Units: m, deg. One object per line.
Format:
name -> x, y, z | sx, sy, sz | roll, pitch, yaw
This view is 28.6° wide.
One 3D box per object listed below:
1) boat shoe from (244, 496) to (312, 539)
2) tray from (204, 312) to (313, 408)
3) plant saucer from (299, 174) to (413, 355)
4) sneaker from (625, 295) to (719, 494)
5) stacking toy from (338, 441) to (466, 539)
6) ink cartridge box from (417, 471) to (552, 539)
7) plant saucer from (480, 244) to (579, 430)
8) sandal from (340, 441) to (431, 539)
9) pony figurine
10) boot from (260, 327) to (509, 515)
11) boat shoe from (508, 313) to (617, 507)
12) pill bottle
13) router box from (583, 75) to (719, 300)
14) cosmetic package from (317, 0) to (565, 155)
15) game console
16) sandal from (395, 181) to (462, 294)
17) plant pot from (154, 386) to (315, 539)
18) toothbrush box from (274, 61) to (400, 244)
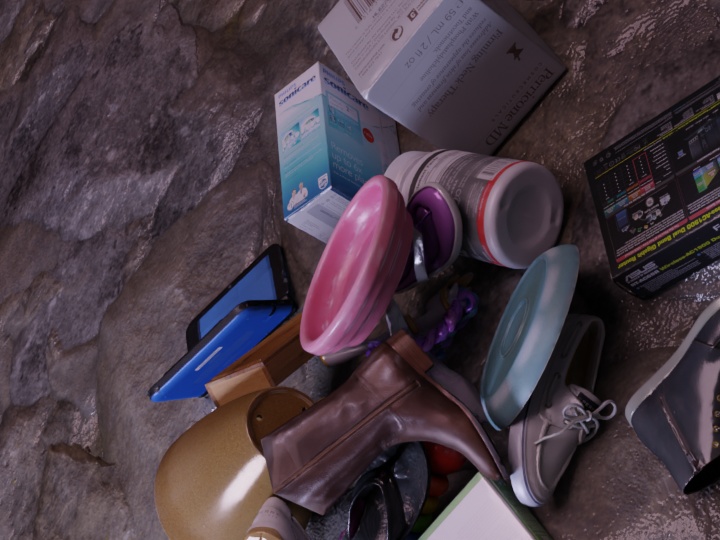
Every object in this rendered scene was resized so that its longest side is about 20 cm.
boat shoe -> -0.059, 0.321, 1.500 | 0.070, 0.201, 0.070 | -6, 38, 21
tray -> -0.087, 0.091, 1.657 | 0.098, 0.037, 0.200 | -24, 9, 38
plant saucer -> 0.000, 0.000, 1.489 | 0.201, 0.050, 0.201 | -58, 17, 29
sneaker -> 0.334, 0.103, 1.266 | 0.201, 0.074, 0.107 | -55, 43, 24
stacking toy -> 0.046, 0.243, 1.467 | 0.201, 0.085, 0.085 | -60, 38, 16
ink cartridge box -> 0.137, 0.318, 1.376 | 0.146, 0.048, 0.200 | -50, 57, 16
plant saucer -> 0.164, 0.062, 1.419 | 0.200, 0.027, 0.202 | -157, 89, -85
sandal -> 0.016, 0.253, 1.418 | 0.075, 0.048, 0.203 | 21, 95, 20
pony figurine -> 0.046, 0.095, 1.527 | 0.199, 0.167, 0.194 | -34, 24, 19
boot -> 0.020, 0.186, 1.376 | 0.200, 0.064, 0.187 | -40, 74, -2
boat shoe -> 0.208, 0.135, 1.388 | 0.085, 0.075, 0.204 | -7, 55, 41
pill bottle -> 0.118, -0.073, 1.564 | 0.199, 0.113, 0.115 | 15, 80, 51
router box -> 0.325, -0.085, 1.382 | 0.199, 0.062, 0.151 | -33, 47, 32
cosmetic package -> 0.092, -0.257, 1.629 | 0.168, 0.199, 0.167 | -49, 40, 16
game console -> -0.189, 0.064, 1.831 | 0.200, 0.170, 0.119 | -43, 69, 23
sandal -> 0.056, -0.022, 1.540 | 0.083, 0.050, 0.203 | 52, 150, 12
plant pot -> -0.111, 0.212, 1.548 | 0.200, 0.184, 0.188 | 128, 147, -51
toothbrush box -> -0.023, -0.131, 1.729 | 0.085, 0.146, 0.202 | -32, 46, 30
